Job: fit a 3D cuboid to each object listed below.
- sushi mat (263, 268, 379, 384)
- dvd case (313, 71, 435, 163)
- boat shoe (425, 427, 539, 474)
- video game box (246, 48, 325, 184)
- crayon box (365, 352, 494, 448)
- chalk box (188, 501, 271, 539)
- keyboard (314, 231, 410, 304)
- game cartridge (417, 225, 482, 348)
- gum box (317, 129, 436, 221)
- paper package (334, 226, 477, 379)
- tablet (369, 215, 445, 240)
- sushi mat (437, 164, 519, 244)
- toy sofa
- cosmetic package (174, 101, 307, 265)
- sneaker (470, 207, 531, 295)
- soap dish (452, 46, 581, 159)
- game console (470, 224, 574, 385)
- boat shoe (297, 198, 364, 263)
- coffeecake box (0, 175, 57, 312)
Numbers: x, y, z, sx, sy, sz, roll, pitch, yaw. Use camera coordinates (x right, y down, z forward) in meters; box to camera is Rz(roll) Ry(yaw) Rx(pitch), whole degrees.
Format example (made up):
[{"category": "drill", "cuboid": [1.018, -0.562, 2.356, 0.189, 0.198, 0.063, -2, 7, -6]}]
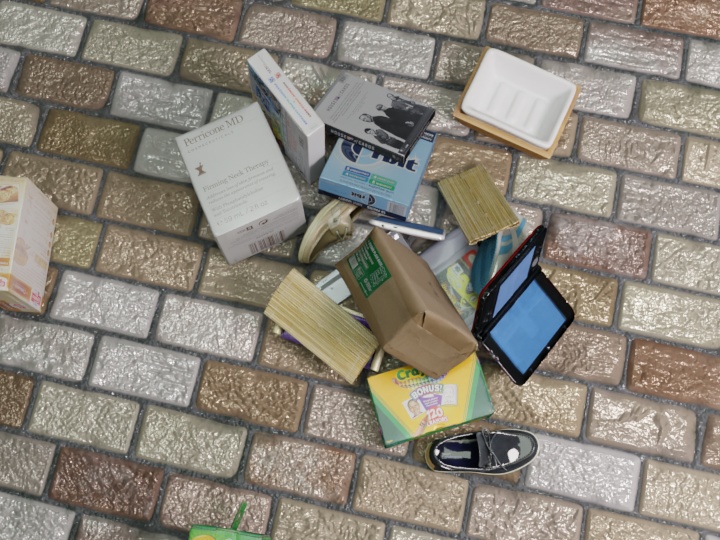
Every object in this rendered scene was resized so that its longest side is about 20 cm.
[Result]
[{"category": "sushi mat", "cuboid": [-0.065, 0.094, 1.572, 0.199, 0.012, 0.096, 39, 108, 3]}, {"category": "dvd case", "cuboid": [0.021, -0.285, 1.709, 0.197, 0.025, 0.151, 24, 52, 13]}, {"category": "boat shoe", "cuboid": [0.208, 0.307, 1.570, 0.196, 0.062, 0.076, -4, 72, -1]}, {"category": "video game box", "cuboid": [-0.131, -0.272, 1.669, 0.047, 0.200, 0.183, -37, 77, -13]}, {"category": "crayon box", "cuboid": [0.118, 0.219, 1.598, 0.196, 0.058, 0.121, -16, 74, -3]}, {"category": "chalk box", "cuboid": [-0.218, 0.477, 1.501, 0.121, 0.125, 0.204, 7, 73, 3]}, {"category": "keyboard", "cuboid": [0.000, 0.000, 1.689, 0.198, 0.011, 0.057, -35, 82, -8]}, {"category": "game cartridge", "cuboid": [0.186, 0.033, 1.661, 0.132, 0.041, 0.201, -35, 76, -4]}, {"category": "gum box", "cuboid": [0.033, -0.196, 1.684, 0.167, 0.045, 0.202, 18, 50, 7]}, {"category": "paper package", "cuboid": [0.076, 0.056, 1.537, 0.103, 0.190, 0.201, -40, 52, 14]}, {"category": "tablet", "cuboid": [0.085, -0.074, 1.613, 0.128, 0.200, 0.014, 13, 96, 5]}, {"category": "sushi mat", "cuboid": [0.206, -0.119, 1.646, 0.094, 0.012, 0.201, -20, 39, 0]}, {"category": "toy sofa", "cuboid": [-0.049, 0.104, 1.611, 0.197, 0.098, 0.084, 20, 82, 6]}, {"category": "cosmetic package", "cuboid": [-0.209, -0.151, 1.653, 0.165, 0.167, 0.203, -24, 74, -5]}, {"category": "sneaker", "cuboid": [0.252, -0.030, 1.629, 0.080, 0.076, 0.202, 33, 54, -14]}, {"category": "soap dish", "cuboid": [0.290, -0.308, 1.729, 0.197, 0.081, 0.159, 25, 76, 8]}, {"category": "game console", "cuboid": [0.287, 0.057, 1.567, 0.118, 0.174, 0.200, 32, 56, 21]}, {"category": "boat shoe", "cuboid": [-0.040, -0.087, 1.683, 0.064, 0.072, 0.201, 34, 72, 11]}, {"category": "coffeecake box", "cuboid": [-0.608, -0.043, 1.638, 0.071, 0.154, 0.204, 3, 74, 3]}]
